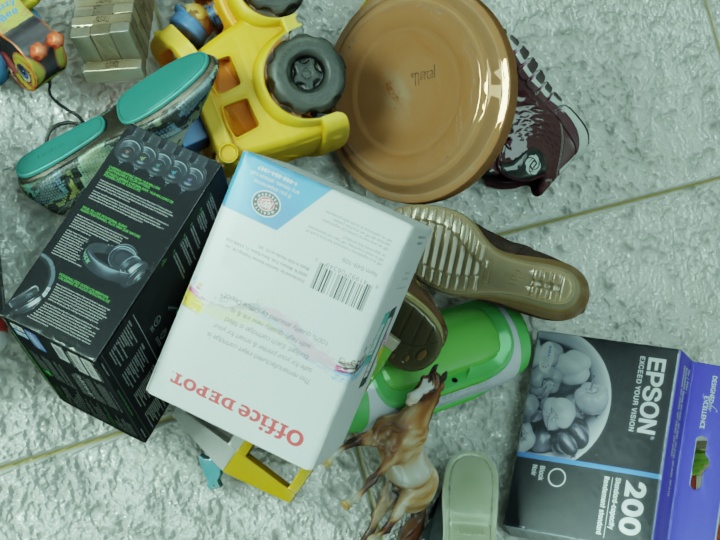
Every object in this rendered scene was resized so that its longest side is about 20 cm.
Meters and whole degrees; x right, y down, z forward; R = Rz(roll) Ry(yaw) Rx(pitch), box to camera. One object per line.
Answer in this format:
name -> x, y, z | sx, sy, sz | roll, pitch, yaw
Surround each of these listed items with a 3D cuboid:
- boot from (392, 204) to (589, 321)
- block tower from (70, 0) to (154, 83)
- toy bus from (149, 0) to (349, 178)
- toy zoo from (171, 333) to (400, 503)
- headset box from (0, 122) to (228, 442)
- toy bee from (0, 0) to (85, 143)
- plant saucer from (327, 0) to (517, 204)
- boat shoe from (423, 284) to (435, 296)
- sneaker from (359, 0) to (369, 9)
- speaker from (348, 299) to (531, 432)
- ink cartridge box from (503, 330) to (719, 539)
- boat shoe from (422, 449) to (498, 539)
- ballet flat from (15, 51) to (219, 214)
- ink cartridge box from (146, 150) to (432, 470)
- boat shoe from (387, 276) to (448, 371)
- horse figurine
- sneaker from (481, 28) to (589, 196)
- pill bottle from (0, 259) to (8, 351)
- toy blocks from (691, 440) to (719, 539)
boot -> 0.120, 0.000, 1.263 | 0.198, 0.166, 0.073 | 21, 89, 12
block tower -> -0.207, -0.261, 1.156 | 0.053, 0.058, 0.203 | -3, 63, 7
toy bus -> -0.124, -0.178, 1.190 | 0.190, 0.136, 0.202 | -21, 88, -11
toy zoo -> -0.073, 0.106, 1.154 | 0.130, 0.020, 0.201 | 34, 96, 5
headset box -> -0.177, 0.007, 1.082 | 0.092, 0.175, 0.201 | 24, 68, 15
toy bee -> -0.280, -0.198, 1.117 | 0.199, 0.108, 0.132 | 33, 69, -16
plant saucer -> 0.048, -0.162, 1.215 | 0.032, 0.198, 0.203 | -1, 79, -58
boat shoe -> -0.023, 0.026, 1.241 | 0.198, 0.073, 0.063 | 2, 122, -31
sneaker -> 0.026, -0.170, 1.287 | 0.076, 0.073, 0.203 | 6, 67, -24
speaker -> 0.060, 0.087, 1.243 | 0.198, 0.088, 0.090 | -15, 87, -27
ink cartridge box -> 0.250, 0.169, 1.277 | 0.197, 0.043, 0.201 | 6, 73, 20
boat shoe -> 0.087, 0.270, 1.230 | 0.073, 0.066, 0.202 | 6, 68, -3
ballet flat -> -0.192, -0.110, 1.121 | 0.198, 0.074, 0.075 | -27, 93, 10
ink cartridge box -> -0.052, 0.030, 1.064 | 0.145, 0.146, 0.202 | 24, 95, 8
boat shoe -> 0.001, 0.000, 1.179 | 0.200, 0.072, 0.068 | 48, 24, -1
horse figurine -> 0.030, 0.187, 1.197 | 0.132, 0.050, 0.202 | -38, 136, -29
sneaker -> 0.135, -0.155, 1.332 | 0.200, 0.075, 0.116 | 43, 68, -13
pill bottle -> -0.344, -0.031, 1.051 | 0.114, 0.116, 0.203 | -4, 82, -26
toy blocks -> 0.321, 0.245, 1.346 | 0.197, 0.100, 0.139 | 1, 91, -24
